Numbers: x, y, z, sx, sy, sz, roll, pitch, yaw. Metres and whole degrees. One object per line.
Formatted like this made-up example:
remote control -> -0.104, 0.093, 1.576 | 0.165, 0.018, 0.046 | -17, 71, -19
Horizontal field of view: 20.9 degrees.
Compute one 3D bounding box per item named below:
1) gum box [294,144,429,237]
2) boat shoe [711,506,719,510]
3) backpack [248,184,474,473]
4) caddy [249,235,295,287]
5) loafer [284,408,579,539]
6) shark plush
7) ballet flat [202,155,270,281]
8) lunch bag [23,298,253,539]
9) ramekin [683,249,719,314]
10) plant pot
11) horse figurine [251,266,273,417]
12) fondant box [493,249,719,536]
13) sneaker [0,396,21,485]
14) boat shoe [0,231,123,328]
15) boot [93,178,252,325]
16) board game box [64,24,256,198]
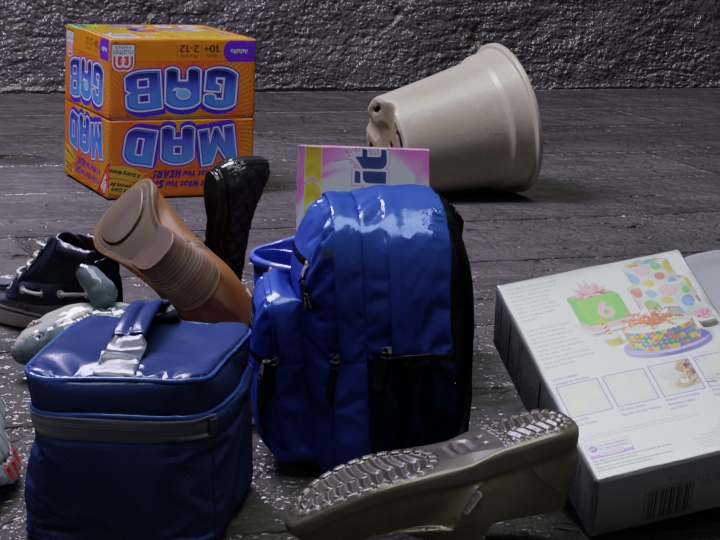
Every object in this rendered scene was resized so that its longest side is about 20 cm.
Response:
gum box -> 0.000, 0.000, 1.639 | 0.112, 0.202, 0.066 | 2, -19, -2
boat shoe -> 0.233, 0.126, 1.380 | 0.199, 0.064, 0.073 | 6, 12, 16
backpack -> 0.002, 0.040, 1.413 | 0.166, 0.202, 0.163 | 0, 13, -11
caddy -> -0.008, 0.013, 1.761 | 0.198, 0.106, 0.141 | 9, 13, 31
loafer -> 0.051, 0.148, 1.245 | 0.198, 0.069, 0.076 | -16, 12, -6
shark plush -> -0.185, 0.079, 1.615 | 0.198, 0.091, 0.083 | 25, 36, 7
ballet flat -> -0.112, -0.019, 1.740 | 0.056, 0.201, 0.067 | -14, 51, -22
lunch bag -> -0.142, 0.093, 1.300 | 0.134, 0.134, 0.200 | 3, 12, 5
ramekin -> 0.314, 0.067, 1.522 | 0.200, 0.095, 0.203 | 1, 25, 0
plant pot -> 0.113, -0.182, 2.562 | 0.182, 0.203, 0.200 | -14, 17, -21
horse figurine -> -0.028, 0.066, 1.524 | 0.198, 0.134, 0.050 | 8, 14, -32
fondant box -> 0.191, 0.080, 1.353 | 0.143, 0.059, 0.201 | -11, 43, -12
sneaker -> -0.291, 0.118, 1.365 | 0.081, 0.078, 0.200 | -27, 15, -5
boat shoe -> -0.282, 0.005, 1.779 | 0.199, 0.094, 0.074 | 14, 16, 42
boot -> -0.142, 0.005, 1.684 | 0.155, 0.077, 0.200 | 43, -6, -29
board game box -> -0.265, -0.213, 2.550 | 0.198, 0.202, 0.200 | -3, 13, -24
